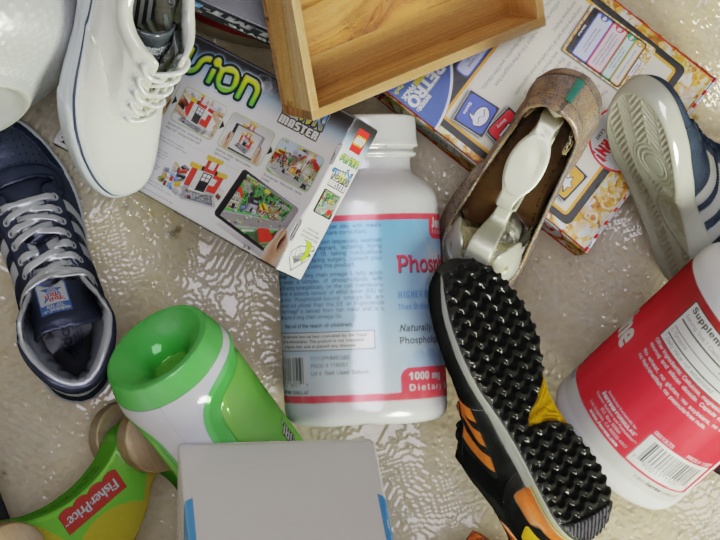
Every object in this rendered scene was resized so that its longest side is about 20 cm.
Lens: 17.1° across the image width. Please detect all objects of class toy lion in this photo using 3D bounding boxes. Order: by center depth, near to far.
[{"bbox_3d":[-0.161,0.213,1.568,0.200,0.069,0.192,-41,107,-26],"label":"toy lion"}]

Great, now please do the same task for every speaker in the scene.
[{"bbox_3d":[-0.080,0.116,1.539,0.088,0.088,0.200,-37,123,-5],"label":"speaker"}]

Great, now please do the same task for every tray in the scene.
[{"bbox_3d":[0.028,-0.175,1.516,0.199,0.037,0.099,-24,115,-32],"label":"tray"}]

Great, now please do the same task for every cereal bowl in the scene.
[{"bbox_3d":[-0.262,-0.133,1.507,0.199,0.200,0.084,-17,75,-5],"label":"cereal bowl"}]

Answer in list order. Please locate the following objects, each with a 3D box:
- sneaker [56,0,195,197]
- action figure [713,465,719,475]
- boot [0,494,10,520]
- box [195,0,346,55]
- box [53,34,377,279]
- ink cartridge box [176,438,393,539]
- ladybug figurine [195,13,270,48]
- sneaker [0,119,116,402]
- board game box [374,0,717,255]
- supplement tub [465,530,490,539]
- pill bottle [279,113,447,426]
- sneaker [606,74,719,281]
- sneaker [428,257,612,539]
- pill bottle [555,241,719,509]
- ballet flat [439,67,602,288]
[{"bbox_3d":[-0.141,-0.129,1.482,0.073,0.071,0.201,-18,127,-34],"label":"sneaker"},{"bbox_3d":[0.321,0.071,1.628,0.130,0.069,0.201,32,83,1],"label":"action figure"},{"bbox_3d":[-0.326,0.139,1.575,0.164,0.066,0.201,-20,95,-3],"label":"boot"},{"bbox_3d":[-0.075,-0.262,1.537,0.199,0.050,0.199,23,85,1],"label":"box"},{"bbox_3d":[-0.096,-0.087,1.556,0.199,0.035,0.110,29,91,28],"label":"box"},{"bbox_3d":[-0.051,0.223,1.485,0.124,0.129,0.201,-1,123,-8],"label":"ink cartridge box"},{"bbox_3d":[-0.058,-0.218,1.597,0.199,0.072,0.137,1,89,-5],"label":"ladybug figurine"},{"bbox_3d":[-0.208,-0.010,1.561,0.070,0.108,0.201,-19,91,-6],"label":"sneaker"},{"bbox_3d":[0.117,-0.130,1.623,0.200,0.046,0.152,39,86,-3],"label":"board game box"},{"bbox_3d":[0.064,0.281,1.573,0.122,0.123,0.201,32,86,-4],"label":"supplement tub"},{"bbox_3d":[0.000,0.000,1.579,0.108,0.109,0.201,-2,90,-5],"label":"pill bottle"},{"bbox_3d":[0.224,-0.069,1.584,0.084,0.200,0.075,-39,49,-14],"label":"sneaker"},{"bbox_3d":[0.082,0.093,1.553,0.070,0.090,0.201,-25,88,-42],"label":"sneaker"},{"bbox_3d":[0.231,0.055,1.560,0.112,0.112,0.200,44,114,-3],"label":"pill bottle"},{"bbox_3d":[0.093,-0.043,1.567,0.068,0.067,0.201,26,118,3],"label":"ballet flat"}]
